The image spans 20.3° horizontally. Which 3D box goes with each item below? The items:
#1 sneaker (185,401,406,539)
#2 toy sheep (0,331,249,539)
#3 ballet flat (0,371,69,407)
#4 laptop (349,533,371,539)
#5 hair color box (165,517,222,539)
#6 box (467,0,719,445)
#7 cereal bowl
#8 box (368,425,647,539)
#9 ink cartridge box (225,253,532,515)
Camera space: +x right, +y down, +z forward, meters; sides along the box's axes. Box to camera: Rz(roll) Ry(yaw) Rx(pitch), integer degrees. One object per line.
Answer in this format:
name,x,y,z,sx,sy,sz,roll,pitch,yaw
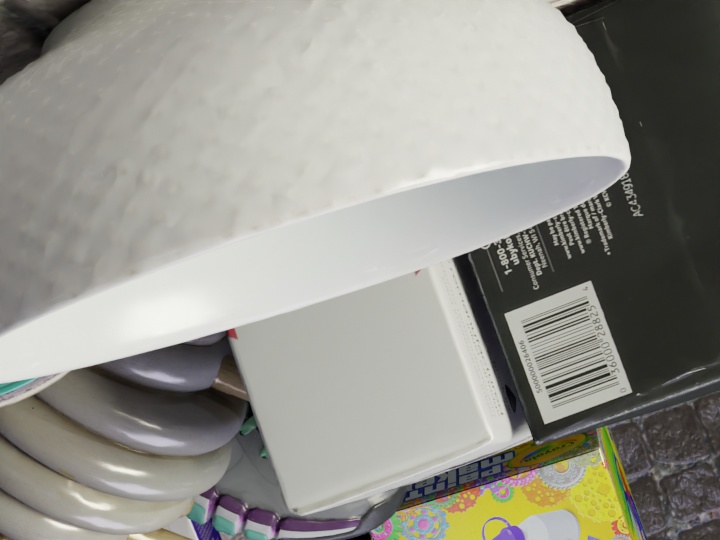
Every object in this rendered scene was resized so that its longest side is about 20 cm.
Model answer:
sneaker,-0.074,0.065,0.939,0.200,0.088,0.074,13,-141,9
toy sheep,-0.107,0.051,0.857,0.200,0.138,0.138,-62,158,15
ballet flat,-0.201,0.033,0.792,0.200,0.070,0.069,-11,174,-3
laptop,-0.031,0.115,1.168,0.116,0.200,0.187,-7,-141,23
hair color box,-0.146,0.127,1.101,0.109,0.200,0.065,-18,-170,6
box,0.123,-0.023,0.807,0.124,0.149,0.200,-21,174,18
cereal bowl,-0.032,-0.035,0.553,0.200,0.083,0.200,-18,174,-2
box,0.093,0.167,1.054,0.122,0.200,0.193,-18,-166,8
ink cartridge box,0.008,0.012,0.803,0.083,0.145,0.200,-22,173,11
